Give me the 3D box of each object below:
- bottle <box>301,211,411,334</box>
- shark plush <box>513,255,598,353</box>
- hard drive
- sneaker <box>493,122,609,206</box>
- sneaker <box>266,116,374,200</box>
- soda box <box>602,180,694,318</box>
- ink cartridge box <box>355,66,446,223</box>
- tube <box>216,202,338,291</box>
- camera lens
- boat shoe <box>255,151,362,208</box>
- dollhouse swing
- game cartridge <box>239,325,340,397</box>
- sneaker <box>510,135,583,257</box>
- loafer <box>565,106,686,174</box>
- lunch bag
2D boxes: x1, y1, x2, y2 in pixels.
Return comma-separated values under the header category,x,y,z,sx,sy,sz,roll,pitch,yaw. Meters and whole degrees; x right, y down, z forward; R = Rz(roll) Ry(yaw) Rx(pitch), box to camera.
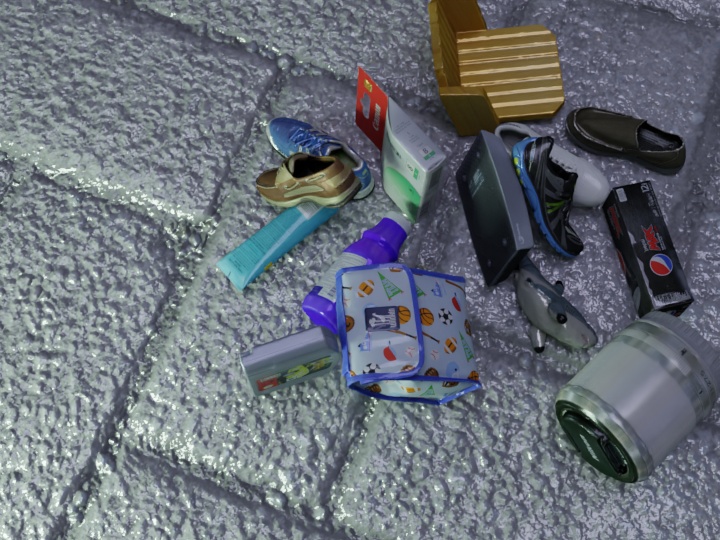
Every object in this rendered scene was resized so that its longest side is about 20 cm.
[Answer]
category,x,y,z,sx,sy,sz,roll,pitch,yaw
bottle,0.000,0.000,1.437,0.083,0.065,0.201,14,60,52
shark plush,0.273,0.039,1.451,0.082,0.092,0.201,-12,47,-26
hard drive,0.199,-0.093,1.449,0.042,0.135,0.202,-5,64,-17
sneaker,0.289,-0.161,1.491,0.199,0.080,0.077,33,99,18
sneaker,-0.061,-0.190,1.515,0.199,0.077,0.076,30,73,13
soda box,0.427,-0.028,1.453,0.063,0.071,0.202,-11,69,-6
ink cartridge box,0.042,-0.187,1.469,0.050,0.161,0.200,-37,73,-18
tube,-0.124,-0.051,1.476,0.199,0.051,0.077,-38,43,-12
camera lens,0.377,0.174,1.325,0.200,0.160,0.160,-41,73,-15
boat shoe,-0.084,-0.144,1.452,0.198,0.074,0.076,4,48,42
dollhouse swing,0.218,-0.341,1.535,0.174,0.182,0.202,-10,66,18
game cartridge,-0.093,0.124,1.323,0.132,0.200,0.041,-22,76,-8
sneaker,0.290,-0.107,1.437,0.082,0.071,0.201,-22,110,12
loafer,0.422,-0.218,1.530,0.198,0.070,0.076,18,69,7
lunch bag,0.058,0.087,1.340,0.198,0.124,0.172,11,61,-32
